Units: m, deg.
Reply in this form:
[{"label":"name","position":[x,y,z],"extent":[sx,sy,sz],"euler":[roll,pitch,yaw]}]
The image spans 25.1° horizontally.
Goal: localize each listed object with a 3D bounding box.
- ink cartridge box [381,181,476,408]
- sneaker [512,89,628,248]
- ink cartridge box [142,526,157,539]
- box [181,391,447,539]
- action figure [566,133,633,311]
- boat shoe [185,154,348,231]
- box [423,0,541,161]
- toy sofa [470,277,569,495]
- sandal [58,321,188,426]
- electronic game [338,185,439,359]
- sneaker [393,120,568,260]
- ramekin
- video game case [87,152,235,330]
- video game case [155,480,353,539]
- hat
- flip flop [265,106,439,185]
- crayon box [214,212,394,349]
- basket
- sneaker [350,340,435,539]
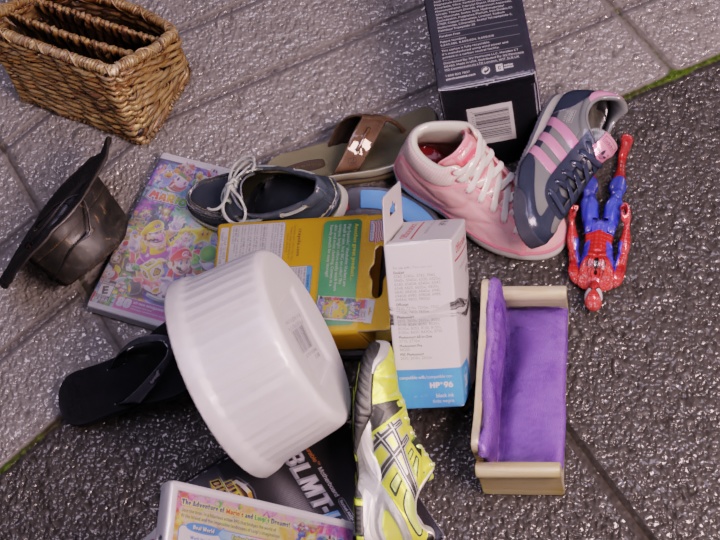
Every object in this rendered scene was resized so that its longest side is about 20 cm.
[{"label":"ink cartridge box","position":[0.067,0.019,1.548],"extent":[0.067,0.116,0.202],"euler":[-3,101,10]},{"label":"sneaker","position":[0.210,-0.109,1.617],"extent":[0.081,0.070,0.201],"euler":[-6,48,35]},{"label":"ink cartridge box","position":[-0.209,0.340,1.459],"extent":[0.200,0.084,0.145],"euler":[-43,21,-13]},{"label":"box","position":[-0.046,0.239,1.545],"extent":[0.197,0.050,0.201],"euler":[-31,60,-6]},{"label":"action figure","position":[0.244,-0.050,1.652],"extent":[0.065,0.052,0.202],"euler":[4,64,8]},{"label":"boat shoe","position":[-0.109,-0.077,1.684],"extent":[0.198,0.062,0.076],"euler":[8,73,35]},{"label":"box","position":[0.128,-0.235,1.720],"extent":[0.103,0.148,0.202],"euler":[-10,60,5]},{"label":"toy sofa","position":[0.156,0.108,1.549],"extent":[0.082,0.098,0.202],"euler":[0,60,11]},{"label":"sandal","position":[-0.224,0.104,1.621],"extent":[0.199,0.043,0.077],"euler":[-29,67,18]},{"label":"electronic game","position":[0.000,0.000,1.674],"extent":[0.198,0.042,0.202],"euler":[-5,61,9]},{"label":"sneaker","position":[0.126,-0.084,1.643],"extent":[0.199,0.105,0.076],"euler":[29,69,8]},{"label":"ramekin","position":[-0.090,0.079,1.493],"extent":[0.097,0.200,0.202],"euler":[-27,58,11]},{"label":"video game case","position":[-0.190,-0.027,1.740],"extent":[0.142,0.018,0.201],"euler":[14,64,19]},{"label":"video game case","position":[-0.095,0.293,1.411],"extent":[0.024,0.199,0.184],"euler":[-22,57,50]},{"label":"hat","position":[-0.297,-0.043,1.722],"extent":[0.081,0.200,0.202],"euler":[37,69,-14]},{"label":"flip flop","position":[-0.011,-0.135,1.731],"extent":[0.198,0.058,0.081],"euler":[-15,39,1]},{"label":"crayon box","position":[-0.051,0.014,1.626],"extent":[0.198,0.052,0.127],"euler":[-3,68,21]},{"label":"basket","position":[-0.302,-0.258,1.818],"extent":[0.198,0.149,0.144],"euler":[21,67,22]},{"label":"sneaker","position":[0.029,0.165,1.493],"extent":[0.075,0.075,0.203],"euler":[-2,85,-2]}]
